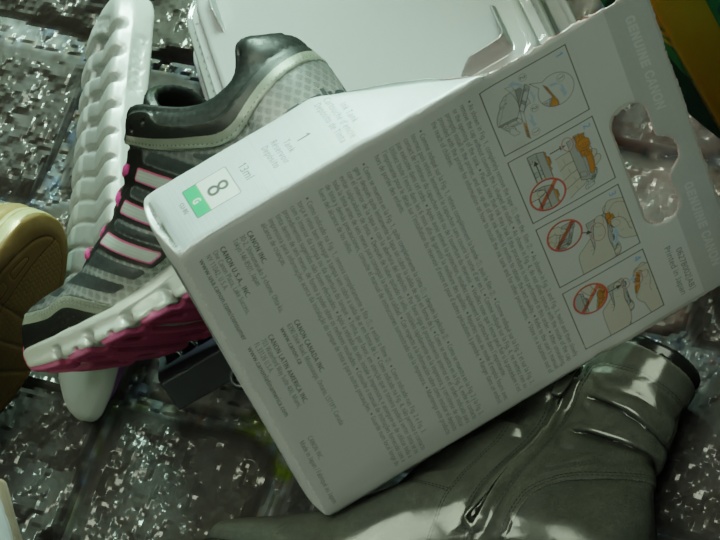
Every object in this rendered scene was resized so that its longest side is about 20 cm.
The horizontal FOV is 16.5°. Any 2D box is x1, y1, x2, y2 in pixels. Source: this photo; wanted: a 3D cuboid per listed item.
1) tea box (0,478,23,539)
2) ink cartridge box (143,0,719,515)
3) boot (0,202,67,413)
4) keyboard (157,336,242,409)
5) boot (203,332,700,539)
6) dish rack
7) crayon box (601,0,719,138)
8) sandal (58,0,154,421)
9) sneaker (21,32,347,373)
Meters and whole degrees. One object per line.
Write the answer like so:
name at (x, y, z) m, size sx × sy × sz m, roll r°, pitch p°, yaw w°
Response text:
tea box at (-0.225, 0.207, 1.006) m, size 0.196 × 0.134 × 0.201 m, roll -21°, pitch 78°, yaw 15°
ink cartridge box at (0.036, -0.013, 0.959) m, size 0.200 × 0.161 × 0.050 m, roll -32°, pitch 42°, yaw -6°
boot at (-0.234, 0.033, 1.145) m, size 0.155 × 0.073 × 0.200 m, roll 33°, pitch 96°, yaw 32°
keyboard at (0.000, 0.000, 1.054) m, size 0.200 × 0.021 × 0.127 m, roll -31°, pitch 23°, yaw 9°
boot at (0.038, 0.086, 1.023) m, size 0.199 × 0.068 × 0.131 m, roll 0°, pitch 57°, yaw 23°
dish rack at (0.002, -0.102, 1.093) m, size 0.171 × 0.044 × 0.200 m, roll -30°, pitch 42°, yaw 10°
crayon box at (0.179, -0.171, 0.999) m, size 0.200 × 0.173 × 0.058 m, roll -45°, pitch 58°, yaw -1°
sandal at (-0.102, -0.031, 1.129) m, size 0.050 × 0.082 × 0.203 m, roll 9°, pitch 74°, yaw -19°
sneaker at (-0.073, -0.028, 1.021) m, size 0.200 × 0.074 × 0.088 m, roll -36°, pitch 72°, yaw 31°
